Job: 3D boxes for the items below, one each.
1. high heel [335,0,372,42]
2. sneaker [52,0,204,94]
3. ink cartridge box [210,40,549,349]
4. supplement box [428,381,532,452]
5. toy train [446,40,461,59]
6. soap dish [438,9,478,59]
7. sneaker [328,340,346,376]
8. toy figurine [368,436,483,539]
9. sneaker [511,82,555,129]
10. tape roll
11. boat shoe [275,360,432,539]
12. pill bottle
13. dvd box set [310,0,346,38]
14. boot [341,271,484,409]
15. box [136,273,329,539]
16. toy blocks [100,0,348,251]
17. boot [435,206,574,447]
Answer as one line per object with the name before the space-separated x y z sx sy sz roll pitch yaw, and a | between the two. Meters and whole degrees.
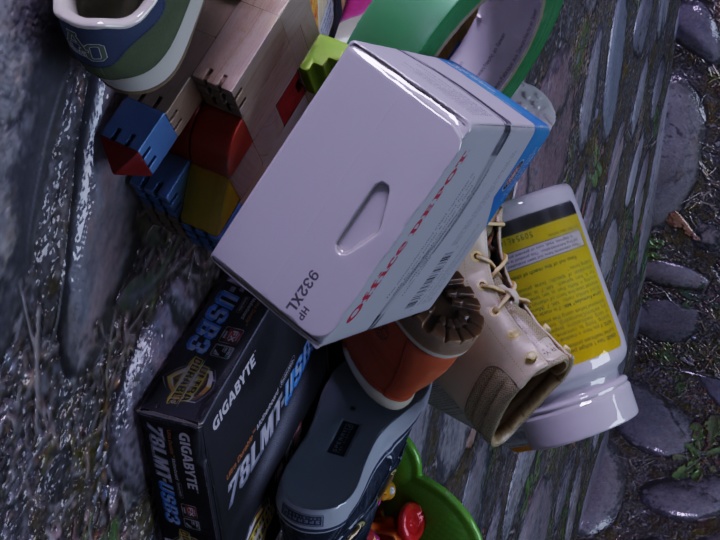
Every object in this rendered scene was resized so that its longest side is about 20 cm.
high heel | 0.004 -0.142 1.027 0.200 0.096 0.067 -58 155 -51
sneaker | -0.093 -0.185 0.710 0.090 0.067 0.200 19 87 -79
ink cartridge box | 0.018 -0.046 0.884 0.145 0.084 0.200 -55 167 14
supplement box | 0.101 0.061 1.344 0.074 0.200 0.126 -19 -134 55
toy train | 0.041 -0.092 1.138 0.200 0.046 0.034 -56 154 -8
soap dish | 0.073 -0.261 1.154 0.200 0.081 0.157 69 22 -62
sneaker | 0.024 0.054 1.198 0.091 0.076 0.200 -19 -146 57
toy figurine | -0.008 0.250 1.269 0.184 0.150 0.200 -42 120 -49
sneaker | 0.074 -0.073 1.211 0.200 0.076 0.081 -43 167 -19
tape roll | 0.059 -0.146 1.023 0.200 0.048 0.200 -43 159 -20
boat shoe | -0.008 0.139 1.101 0.200 0.071 0.091 -52 154 -49
pill bottle | 0.152 0.038 1.269 0.200 0.114 0.114 71 18 1
dvd box set | -0.032 -0.232 0.922 0.146 0.029 0.200 -75 167 -45
boot | 0.000 0.000 1.067 0.075 0.200 0.107 -9 147 -34
box | -0.076 0.099 1.027 0.200 0.050 0.199 -62 159 -45
toy blocks | -0.072 -0.074 0.857 0.137 0.100 0.200 -60 159 -17
boot | 0.095 0.006 1.070 0.073 0.155 0.200 0 127 -50
